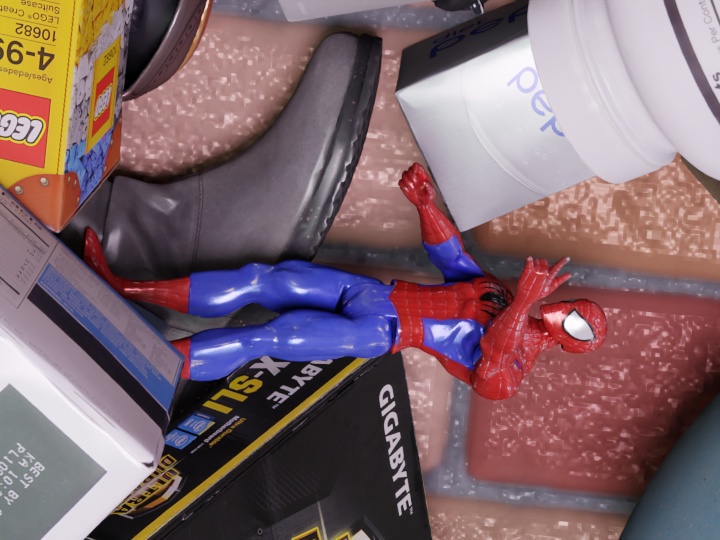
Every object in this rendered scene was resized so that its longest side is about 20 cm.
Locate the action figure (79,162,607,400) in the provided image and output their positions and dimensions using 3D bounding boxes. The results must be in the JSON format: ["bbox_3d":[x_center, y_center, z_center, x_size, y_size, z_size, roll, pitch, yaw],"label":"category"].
[{"bbox_3d":[0.000,0.000,0.921,0.200,0.065,0.099,5,137,-11],"label":"action figure"}]

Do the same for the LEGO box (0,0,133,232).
[{"bbox_3d":[-0.182,-0.114,0.890,0.200,0.077,0.149,13,116,9],"label":"LEGO box"}]

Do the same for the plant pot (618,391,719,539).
[{"bbox_3d":[0.214,0.086,0.966,0.200,0.200,0.135,23,82,-5],"label":"plant pot"}]

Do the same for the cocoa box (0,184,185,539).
[{"bbox_3d":[-0.173,0.070,0.830,0.133,0.131,0.200,43,101,-9],"label":"cocoa box"}]

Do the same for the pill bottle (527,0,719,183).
[{"bbox_3d":[0.162,-0.099,0.847,0.200,0.112,0.113,-21,107,26],"label":"pill bottle"}]

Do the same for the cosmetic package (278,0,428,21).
[{"bbox_3d":[0.010,-0.195,0.862,0.107,0.090,0.200,-10,67,9],"label":"cosmetic package"}]

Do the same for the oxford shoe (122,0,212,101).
[{"bbox_3d":[-0.072,-0.159,0.943,0.071,0.073,0.200,8,109,0],"label":"oxford shoe"}]

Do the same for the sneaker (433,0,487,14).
[{"bbox_3d":[0.056,-0.131,0.924,0.200,0.089,0.079,-5,139,3],"label":"sneaker"}]

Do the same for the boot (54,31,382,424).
[{"bbox_3d":[-0.081,-0.025,0.996,0.132,0.070,0.200,27,104,-1],"label":"boot"}]

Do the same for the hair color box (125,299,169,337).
[{"bbox_3d":[-0.153,0.099,0.991,0.061,0.099,0.200,30,126,-2],"label":"hair color box"}]

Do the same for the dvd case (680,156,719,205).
[{"bbox_3d":[0.199,-0.003,0.914,0.149,0.200,0.016,22,100,-4],"label":"dvd case"}]

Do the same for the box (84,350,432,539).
[{"bbox_3d":[-0.035,0.140,0.982,0.049,0.160,0.200,18,130,38],"label":"box"}]

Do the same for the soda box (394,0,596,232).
[{"bbox_3d":[0.115,-0.088,0.960,0.200,0.068,0.064,-22,106,11],"label":"soda box"}]
